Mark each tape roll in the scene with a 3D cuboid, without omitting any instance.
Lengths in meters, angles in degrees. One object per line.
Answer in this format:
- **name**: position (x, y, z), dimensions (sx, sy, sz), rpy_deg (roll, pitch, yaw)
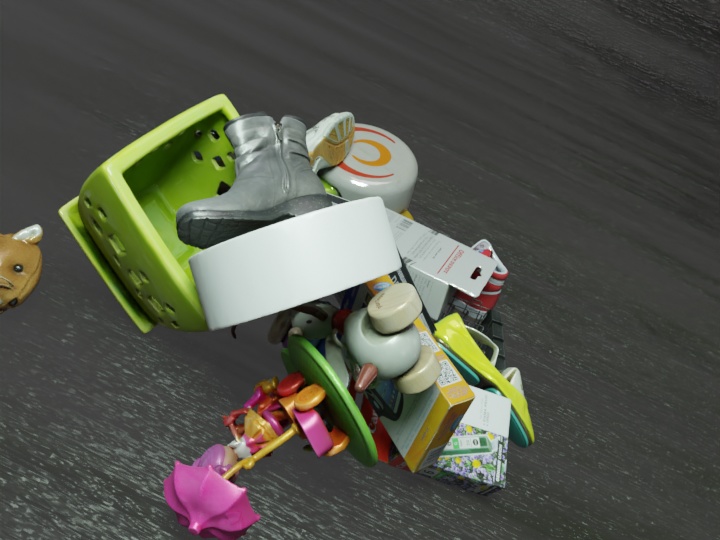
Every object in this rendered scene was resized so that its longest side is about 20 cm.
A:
- **tape roll**: position (-0.061, -0.007, 0.626), dimensions (0.200, 0.200, 0.073), rpy_deg (-19, 91, -44)

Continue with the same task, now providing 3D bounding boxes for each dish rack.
- **dish rack**: position (0.120, 0.087, 0.947), dimensions (0.196, 0.055, 0.155), rpy_deg (20, 34, -4)

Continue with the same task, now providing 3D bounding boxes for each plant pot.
- **plant pot**: position (-0.213, -0.053, 0.756), dimensions (0.203, 0.179, 0.199), rpy_deg (59, 43, -17)

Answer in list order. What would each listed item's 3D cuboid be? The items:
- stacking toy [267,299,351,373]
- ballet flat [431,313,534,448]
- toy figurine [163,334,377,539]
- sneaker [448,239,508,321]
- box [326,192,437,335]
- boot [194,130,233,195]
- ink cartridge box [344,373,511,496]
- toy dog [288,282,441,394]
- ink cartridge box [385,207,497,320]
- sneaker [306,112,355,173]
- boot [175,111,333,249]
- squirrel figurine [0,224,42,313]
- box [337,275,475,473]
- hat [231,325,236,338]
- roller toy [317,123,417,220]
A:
- **stacking toy**: position (-0.018, 0.099, 0.834), dimensions (0.197, 0.086, 0.086), rpy_deg (30, 34, -5)
- **ballet flat**: position (0.171, 0.138, 0.853), dimensions (0.200, 0.067, 0.067), rpy_deg (47, 67, 0)
- **toy figurine**: position (-0.107, 0.172, 0.637), dimensions (0.182, 0.153, 0.199), rpy_deg (-33, 18, -19)
- **sneaker**: position (0.138, -0.012, 1.028), dimensions (0.196, 0.114, 0.072), rpy_deg (26, 34, 1)
- **box**: position (0.000, 0.000, 0.827), dimensions (0.050, 0.202, 0.156), rpy_deg (-41, 37, -18)
- **boot**: position (-0.227, -0.168, 0.912), dimensions (0.074, 0.099, 0.199), rpy_deg (-27, 48, -35)
- **ink cartridge box**: position (0.078, 0.182, 0.771), dimensions (0.196, 0.051, 0.111), rpy_deg (20, 57, -8)
- **toy dog**: position (-0.013, 0.076, 0.630), dimensions (0.096, 0.199, 0.133), rpy_deg (-38, 95, -33)
- **ink cartridge box**: position (0.087, -0.005, 0.942), dimensions (0.197, 0.068, 0.116), rpy_deg (27, 36, 15)
- **sneaker**: position (-0.083, -0.184, 0.960), dimensions (0.086, 0.077, 0.200), rpy_deg (20, 45, 25)
- **boot**: position (-0.125, -0.101, 0.697), dimensions (0.197, 0.069, 0.134), rpy_deg (-11, 75, -46)
- **squirrel figurine**: position (-0.441, -0.035, 0.688), dimensions (0.183, 0.143, 0.202), rpy_deg (4, 42, -37)
- **box**: position (0.037, 0.102, 0.716), dimensions (0.041, 0.121, 0.202), rpy_deg (-9, 48, -31)
- **hat**: position (-0.130, -0.005, 0.942), dimensions (0.164, 0.179, 0.199), rpy_deg (32, 1, 30)
- **roller toy**: position (0.000, -0.140, 1.084), dimensions (0.195, 0.142, 0.185), rpy_deg (11, 43, -4)
